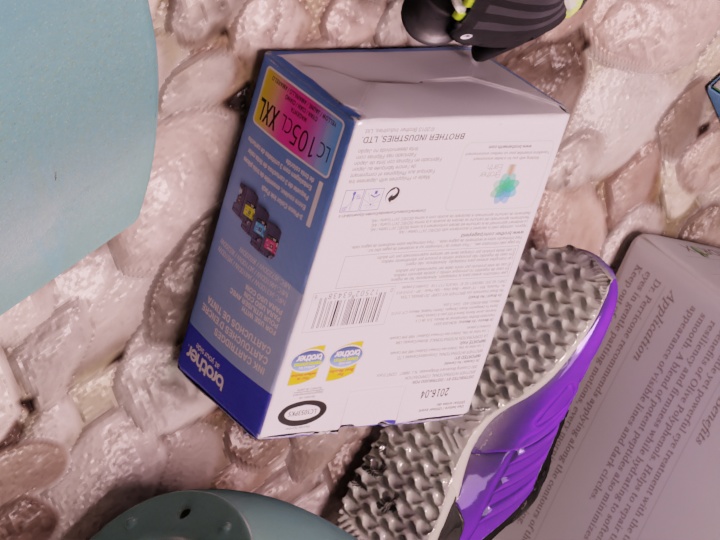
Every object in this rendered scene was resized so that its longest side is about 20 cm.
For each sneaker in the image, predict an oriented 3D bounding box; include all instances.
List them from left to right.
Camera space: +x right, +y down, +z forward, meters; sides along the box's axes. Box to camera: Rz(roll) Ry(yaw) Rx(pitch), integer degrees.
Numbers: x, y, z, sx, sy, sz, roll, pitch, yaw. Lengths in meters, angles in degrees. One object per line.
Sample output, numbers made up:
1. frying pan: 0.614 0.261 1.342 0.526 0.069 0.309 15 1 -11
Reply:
1. sneaker: 0.056 -0.128 1.340 0.083 0.072 0.200 -41 165 7
2. sneaker: 0.072 0.076 1.553 0.200 0.070 0.099 -54 146 10

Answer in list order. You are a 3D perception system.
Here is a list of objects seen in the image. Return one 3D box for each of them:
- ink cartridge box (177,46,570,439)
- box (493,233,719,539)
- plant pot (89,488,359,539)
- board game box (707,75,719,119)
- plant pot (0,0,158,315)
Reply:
1. ink cartridge box: 0.000 0.000 1.415 0.136 0.076 0.201 -4 120 -40
2. box: 0.218 0.114 1.625 0.200 0.171 0.199 9 113 -45
3. plant pot: -0.059 0.197 1.429 0.201 0.200 0.161 -46 128 -5
4. board game box: 0.302 -0.113 1.548 0.200 0.153 0.040 -41 139 -9
5. plant pot: -0.165 -0.083 1.165 0.141 0.141 0.200 -35 145 -17
